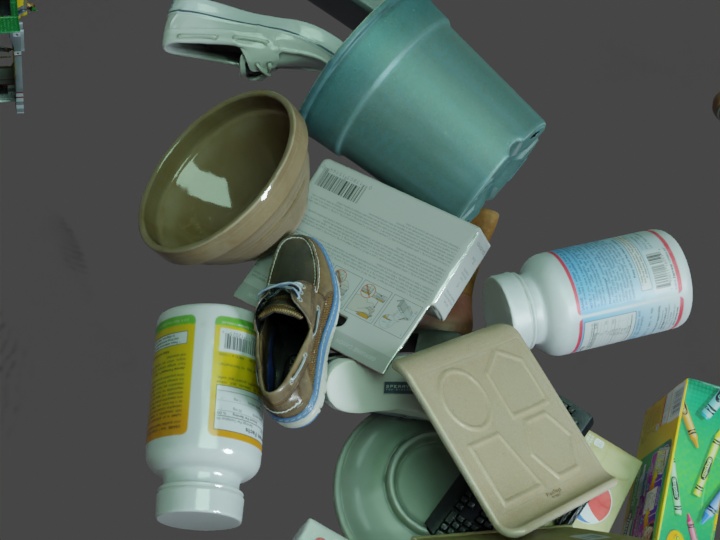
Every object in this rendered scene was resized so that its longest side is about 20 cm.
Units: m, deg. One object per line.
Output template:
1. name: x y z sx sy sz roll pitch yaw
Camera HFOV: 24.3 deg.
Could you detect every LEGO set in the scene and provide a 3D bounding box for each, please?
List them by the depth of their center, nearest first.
1. LEGO set: -0.421 -0.223 1.707 0.199 0.116 0.154 -10 42 -19

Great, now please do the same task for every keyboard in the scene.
1. keyboard: 0.165 0.213 1.627 0.127 0.021 0.200 35 68 12

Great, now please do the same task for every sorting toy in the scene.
1. sorting toy: 0.134 0.149 1.581 0.185 0.036 0.200 -16 66 -49

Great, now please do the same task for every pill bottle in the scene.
1. pill bottle: -0.148 0.142 1.602 0.111 0.111 0.201 6 68 -10
2. pill bottle: 0.233 0.027 1.731 0.199 0.109 0.109 -11 72 -16

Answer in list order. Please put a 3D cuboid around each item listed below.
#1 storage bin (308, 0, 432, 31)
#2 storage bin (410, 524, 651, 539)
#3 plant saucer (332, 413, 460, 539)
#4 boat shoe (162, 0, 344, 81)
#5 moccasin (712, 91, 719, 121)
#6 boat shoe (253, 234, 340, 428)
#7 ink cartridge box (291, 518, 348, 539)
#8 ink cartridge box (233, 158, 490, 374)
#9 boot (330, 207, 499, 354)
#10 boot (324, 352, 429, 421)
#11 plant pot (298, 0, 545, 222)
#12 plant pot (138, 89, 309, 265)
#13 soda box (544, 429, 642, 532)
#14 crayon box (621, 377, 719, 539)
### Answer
1. storage bin: 0.007 -0.344 1.819 0.200 0.146 0.135 33 76 2
2. storage bin: 0.168 0.284 1.481 0.198 0.200 0.094 -1 86 -20
3. plant saucer: 0.074 0.216 1.655 0.199 0.050 0.201 4 68 -11
4. boat shoe: -0.113 -0.234 1.785 0.199 0.074 0.066 13 71 4
5. moccasin: 0.489 -0.202 1.896 0.201 0.074 0.078 -11 63 -13
6. boat shoe: -0.063 0.045 1.591 0.072 0.072 0.201 -11 59 17
7. ink cartridge box: -0.039 0.355 1.557 0.145 0.083 0.200 29 65 0
8. ink cartridge box: 0.000 0.000 1.661 0.200 0.045 0.176 26 76 31
9. boot: 0.037 -0.006 1.727 0.188 0.069 0.201 12 61 4
10. boot: 0.045 0.110 1.663 0.199 0.090 0.073 9 93 -19
11. plant pot: 0.071 -0.156 1.712 0.196 0.200 0.200 40 66 7
12. plant pot: -0.120 -0.076 1.681 0.093 0.200 0.201 44 59 -37
13. soda box: 0.202 0.263 1.657 0.068 0.064 0.200 31 65 1
14. crayon box: 0.313 0.221 1.667 0.058 0.119 0.201 17 67 -5
